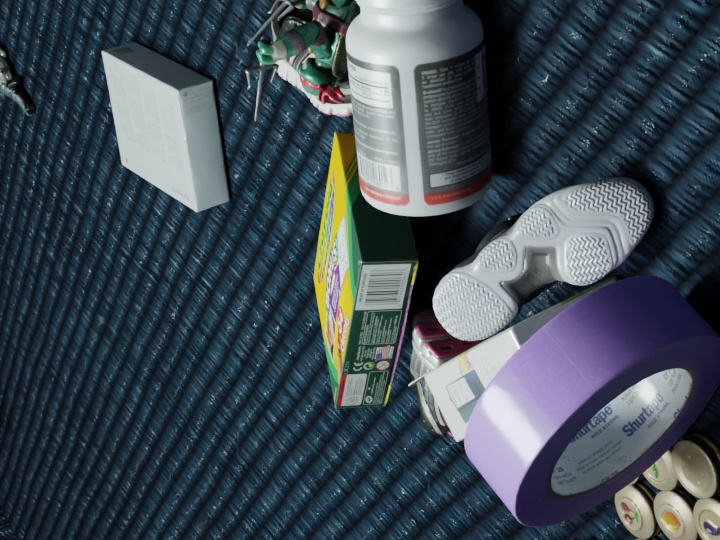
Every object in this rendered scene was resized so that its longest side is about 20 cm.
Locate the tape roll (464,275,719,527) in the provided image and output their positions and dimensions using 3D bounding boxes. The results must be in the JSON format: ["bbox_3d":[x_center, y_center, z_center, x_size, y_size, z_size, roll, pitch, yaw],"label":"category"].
[{"bbox_3d":[0.175,0.099,1.152,0.066,0.199,0.201,51,147,30],"label":"tape roll"}]

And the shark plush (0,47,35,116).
[{"bbox_3d":[-0.542,-0.303,2.327,0.199,0.091,0.083,30,157,22],"label":"shark plush"}]

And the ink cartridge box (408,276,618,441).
[{"bbox_3d":[0.134,0.081,1.299,0.068,0.117,0.200,63,152,5],"label":"ink cartridge box"}]

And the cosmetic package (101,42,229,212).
[{"bbox_3d":[-0.231,-0.172,1.841,0.200,0.051,0.152,31,133,49],"label":"cosmetic package"}]

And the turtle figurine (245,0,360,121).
[{"bbox_3d":[-0.033,-0.225,1.346,0.150,0.100,0.201,-91,21,-65],"label":"turtle figurine"}]

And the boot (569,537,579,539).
[{"bbox_3d":[0.193,0.348,1.450,0.200,0.064,0.187,-33,82,57],"label":"boot"}]

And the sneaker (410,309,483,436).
[{"bbox_3d":[0.104,0.130,1.421,0.200,0.073,0.088,54,149,34],"label":"sneaker"}]

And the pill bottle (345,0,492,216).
[{"bbox_3d":[0.048,-0.157,1.290,0.116,0.115,0.201,30,134,49],"label":"pill bottle"}]

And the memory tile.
[{"bbox_3d":[0.264,0.226,1.277,0.153,0.017,0.201,-1,107,60],"label":"memory tile"}]

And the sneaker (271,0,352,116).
[{"bbox_3d":[-0.028,-0.206,1.434,0.200,0.073,0.088,38,146,52],"label":"sneaker"}]

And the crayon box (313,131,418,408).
[{"bbox_3d":[0.000,0.000,1.477,0.201,0.058,0.173,101,163,-44],"label":"crayon box"}]

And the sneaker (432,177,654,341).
[{"bbox_3d":[0.151,-0.024,1.244,0.199,0.114,0.076,-33,96,27],"label":"sneaker"}]
